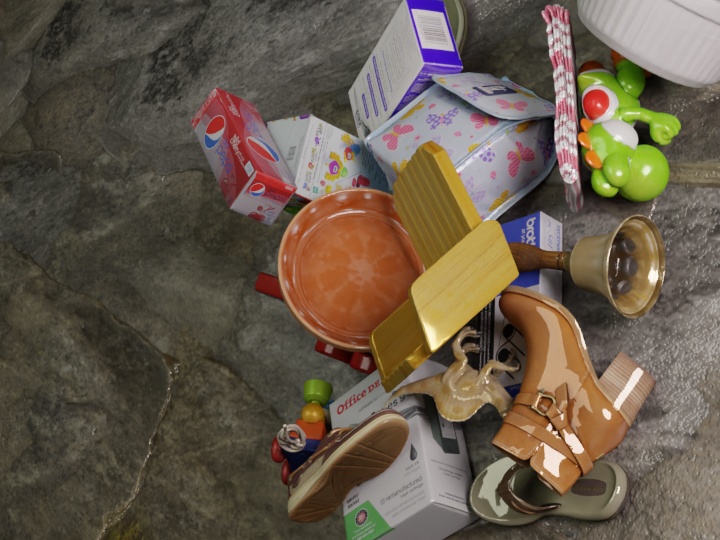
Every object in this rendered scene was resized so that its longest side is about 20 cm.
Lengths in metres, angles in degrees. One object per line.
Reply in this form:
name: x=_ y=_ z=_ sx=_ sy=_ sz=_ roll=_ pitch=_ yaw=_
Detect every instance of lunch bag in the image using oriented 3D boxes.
lunch bag: x=0.131 y=-0.156 z=1.474 sx=0.199 sy=0.128 sz=0.170 roll=-37 pitch=39 yaw=-7

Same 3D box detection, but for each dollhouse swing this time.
dollhouse swing: x=0.052 y=-0.003 z=1.323 sx=0.181 sy=0.176 sz=0.200 roll=-39 pitch=-4 yaw=-20

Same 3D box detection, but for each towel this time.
towel: x=0.224 y=-0.173 z=1.346 sx=0.030 sy=0.146 sz=0.203 roll=-4 pitch=79 yaw=13

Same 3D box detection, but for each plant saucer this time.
plant saucer: x=0.000 y=0.000 z=1.445 sx=0.032 sy=0.198 sz=0.203 roll=111 pitch=166 yaw=-68

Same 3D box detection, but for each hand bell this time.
hand bell: x=0.213 y=-0.011 z=1.308 sx=0.199 sy=0.104 sz=0.105 roll=6 pitch=76 yaw=47

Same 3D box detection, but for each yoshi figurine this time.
yoshi figurine: x=0.290 y=-0.149 z=1.333 sx=0.110 sy=0.113 sz=0.202 roll=2 pitch=51 yaw=10

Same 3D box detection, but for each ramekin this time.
ramekin: x=0.315 y=-0.270 z=1.265 sx=0.095 sy=0.200 sz=0.203 roll=-62 pitch=35 yaw=28

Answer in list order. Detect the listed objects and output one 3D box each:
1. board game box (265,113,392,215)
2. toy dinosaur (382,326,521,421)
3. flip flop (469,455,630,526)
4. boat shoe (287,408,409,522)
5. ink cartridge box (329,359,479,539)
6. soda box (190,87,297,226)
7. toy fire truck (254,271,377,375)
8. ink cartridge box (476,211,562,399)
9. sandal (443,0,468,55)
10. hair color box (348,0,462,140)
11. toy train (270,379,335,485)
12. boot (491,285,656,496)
board game box: x=-0.030 y=-0.114 z=1.600 sx=0.102 sy=0.199 sz=0.106 roll=0 pitch=72 yaw=51
toy dinosaur: x=0.106 y=0.118 z=1.333 sx=0.198 sy=0.058 sz=0.102 roll=5 pitch=61 yaw=38
flip flop: x=0.187 y=0.225 z=1.272 sx=0.199 sy=0.057 sz=0.082 roll=-9 pitch=65 yaw=49
boat shoe: x=-0.022 y=0.208 z=1.394 sx=0.200 sy=0.072 sz=0.073 roll=-49 pitch=40 yaw=33
ink cartridge box: x=0.046 y=0.218 z=1.430 sx=0.146 sy=0.084 sz=0.202 roll=-39 pitch=45 yaw=32
soda box: x=-0.148 y=-0.146 z=1.538 sx=0.064 sy=0.070 sz=0.201 roll=-52 pitch=40 yaw=22
toy fire truck: x=-0.024 y=0.056 z=1.532 sx=0.199 sy=0.167 sz=0.113 roll=18 pitch=86 yaw=53
ink cartridge box: x=0.180 y=0.043 z=1.388 sx=0.093 sy=0.044 sz=0.202 roll=-19 pitch=57 yaw=43
sandal: x=0.095 y=-0.292 z=1.654 sx=0.079 sy=0.057 sz=0.204 roll=-3 pitch=72 yaw=55
hair color box: x=0.056 y=-0.248 z=1.605 sx=0.200 sy=0.064 sz=0.110 roll=-51 pitch=44 yaw=50
toy train: x=-0.060 y=0.184 z=1.509 sx=0.084 sy=0.201 sz=0.117 roll=4 pitch=58 yaw=11
boot: x=0.182 y=0.118 z=1.254 sx=0.199 sy=0.074 sz=0.155 roll=37 pitch=82 yaw=31
